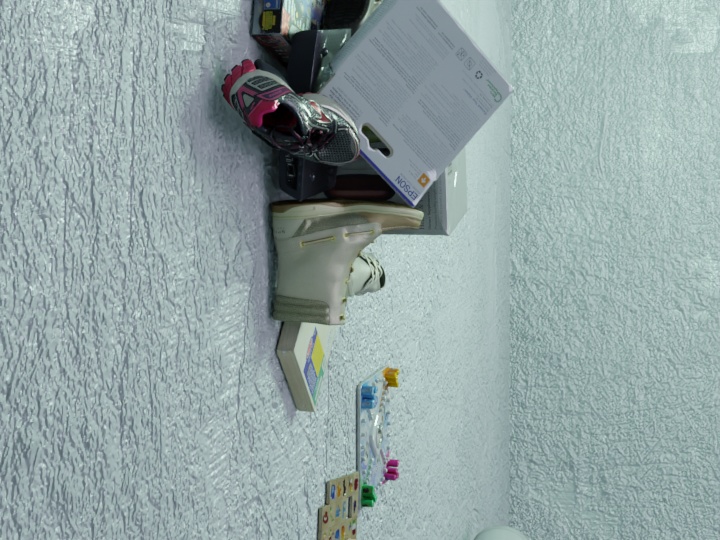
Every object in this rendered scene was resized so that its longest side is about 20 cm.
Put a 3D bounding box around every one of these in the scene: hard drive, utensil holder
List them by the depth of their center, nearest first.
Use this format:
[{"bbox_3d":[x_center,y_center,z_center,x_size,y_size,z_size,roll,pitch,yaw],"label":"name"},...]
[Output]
[{"bbox_3d":[-0.056,-0.194,1.447,0.135,0.042,0.202,-33,132,-68],"label":"hard drive"},{"bbox_3d":[0.322,0.726,2.852,0.200,0.168,0.172,-25,115,-70],"label":"utensil holder"}]

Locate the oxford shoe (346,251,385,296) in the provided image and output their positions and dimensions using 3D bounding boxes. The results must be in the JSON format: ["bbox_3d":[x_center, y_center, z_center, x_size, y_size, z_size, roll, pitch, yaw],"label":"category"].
[{"bbox_3d":[0.000,0.000,1.718,0.200,0.057,0.076,28,51,-79],"label":"oxford shoe"}]

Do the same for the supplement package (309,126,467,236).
[{"bbox_3d":[0.032,-0.155,1.590,0.147,0.198,0.193,-45,134,-68],"label":"supplement package"}]

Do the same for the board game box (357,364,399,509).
[{"bbox_3d":[0.032,0.271,1.964,0.200,0.026,0.202,-19,109,-75],"label":"board game box"}]

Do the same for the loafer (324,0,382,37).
[{"bbox_3d":[0.000,-0.352,1.565,0.071,0.072,0.201,79,27,-45],"label":"loafer"}]

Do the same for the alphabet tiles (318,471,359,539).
[{"bbox_3d":[-0.033,0.391,1.764,0.200,0.007,0.169,18,75,-74],"label":"alphabet tiles"}]

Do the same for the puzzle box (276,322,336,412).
[{"bbox_3d":[-0.065,0.068,1.578,0.134,0.025,0.201,76,21,-46],"label":"puzzle box"}]

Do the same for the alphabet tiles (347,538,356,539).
[{"bbox_3d":[-0.028,0.505,1.759,0.197,0.014,0.201,78,22,-45],"label":"alphabet tiles"}]

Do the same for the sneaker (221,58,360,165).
[{"bbox_3d":[-0.071,-0.156,1.317,0.199,0.081,0.075,21,27,-48],"label":"sneaker"}]

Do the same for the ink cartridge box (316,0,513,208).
[{"bbox_3d":[0.059,-0.214,1.434,0.200,0.041,0.200,-49,118,-6],"label":"ink cartridge box"}]

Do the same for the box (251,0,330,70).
[{"bbox_3d":[-0.079,-0.321,1.461,0.200,0.039,0.138,30,63,-74],"label":"box"}]

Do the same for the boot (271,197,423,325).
[{"bbox_3d":[-0.017,-0.011,1.481,0.072,0.198,0.156,-163,-107,-66],"label":"boot"}]
